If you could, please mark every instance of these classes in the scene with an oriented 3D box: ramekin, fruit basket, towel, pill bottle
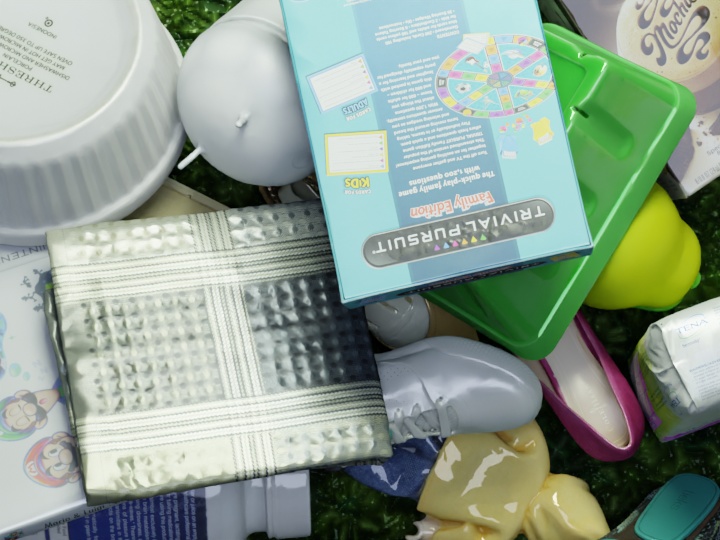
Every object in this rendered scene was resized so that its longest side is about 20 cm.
[{"bbox_3d":[-0.212,-0.124,1.335,0.201,0.094,0.203,0,62,1],"label":"ramekin"},{"bbox_3d":[0.131,-0.044,1.339,0.155,0.215,0.216,31,88,34],"label":"fruit basket"},{"bbox_3d":[-0.092,0.048,1.287,0.199,0.035,0.193,-6,63,-13],"label":"towel"},{"bbox_3d":[-0.133,0.139,1.367,0.199,0.111,0.112,-2,90,-2],"label":"pill bottle"}]

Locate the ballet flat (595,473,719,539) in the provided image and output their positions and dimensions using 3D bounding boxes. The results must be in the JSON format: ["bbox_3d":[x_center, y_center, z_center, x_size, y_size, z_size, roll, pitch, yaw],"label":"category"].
[{"bbox_3d":[0.182,0.202,1.356,0.200,0.074,0.074,-26,91,-45],"label":"ballet flat"}]

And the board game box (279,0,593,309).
[{"bbox_3d":[0.043,-0.092,1.225,0.150,0.047,0.201,-12,84,4],"label":"board game box"}]

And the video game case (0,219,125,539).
[{"bbox_3d":[-0.213,0.068,1.297,0.181,0.024,0.201,-18,63,-10],"label":"video game case"}]

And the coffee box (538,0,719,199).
[{"bbox_3d":[0.203,-0.161,1.396,0.113,0.080,0.200,-34,91,-2],"label":"coffee box"}]

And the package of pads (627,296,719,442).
[{"bbox_3d":[0.254,0.049,1.338,0.154,0.200,0.068,-21,80,-2],"label":"package of pads"}]

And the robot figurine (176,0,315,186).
[{"bbox_3d":[-0.043,-0.130,1.345,0.113,0.170,0.200,43,48,2],"label":"robot figurine"}]

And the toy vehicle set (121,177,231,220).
[{"bbox_3d":[-0.179,0.018,1.354,0.124,0.027,0.200,27,64,13],"label":"toy vehicle set"}]

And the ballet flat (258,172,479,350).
[{"bbox_3d":[0.000,0.000,1.394,0.200,0.063,0.069,49,123,2],"label":"ballet flat"}]

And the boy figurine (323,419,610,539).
[{"bbox_3d":[0.080,0.134,1.400,0.199,0.064,0.125,21,89,-3],"label":"boy figurine"}]

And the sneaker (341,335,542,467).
[{"bbox_3d":[0.014,0.091,1.318,0.199,0.089,0.075,4,130,11],"label":"sneaker"}]

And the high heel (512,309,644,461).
[{"bbox_3d":[0.122,0.040,1.385,0.067,0.096,0.201,-29,91,-2],"label":"high heel"}]
